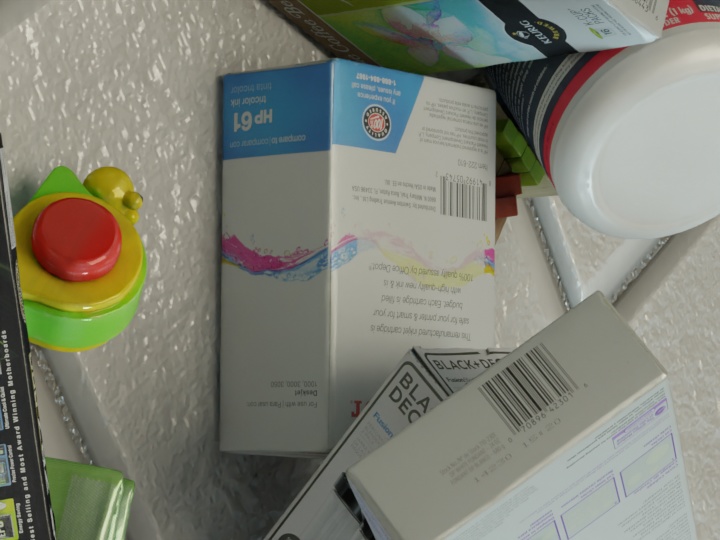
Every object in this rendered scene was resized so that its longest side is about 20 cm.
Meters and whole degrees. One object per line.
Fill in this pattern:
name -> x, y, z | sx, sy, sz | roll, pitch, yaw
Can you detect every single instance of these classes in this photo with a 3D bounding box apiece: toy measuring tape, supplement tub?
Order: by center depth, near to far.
toy measuring tape -> -0.150, 0.027, 1.173 | 0.074, 0.073, 0.201 | 58, 46, -31
supplement tub -> 0.140, -0.129, 1.433 | 0.140, 0.140, 0.201 | 35, 21, -45

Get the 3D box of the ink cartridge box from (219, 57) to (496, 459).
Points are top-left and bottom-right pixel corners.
ink cartridge box -> 0.000, 0.000, 1.357 | 0.144, 0.084, 0.202 | 6, 82, -51

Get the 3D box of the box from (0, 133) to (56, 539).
box -> -0.211, 0.052, 1.042 | 0.049, 0.160, 0.202 | -137, -140, -84

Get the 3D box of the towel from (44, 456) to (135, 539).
towel -> -0.184, 0.168, 1.077 | 0.031, 0.148, 0.202 | 110, -9, -77

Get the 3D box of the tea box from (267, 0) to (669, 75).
tea box -> 0.035, -0.208, 1.325 | 0.200, 0.196, 0.135 | 35, 61, -43

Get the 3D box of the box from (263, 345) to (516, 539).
box -> 0.021, 0.129, 1.295 | 0.116, 0.200, 0.060 | 4, 40, -52

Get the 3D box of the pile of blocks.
pile of blocks -> 0.106, -0.083, 1.514 | 0.200, 0.062, 0.083 | -39, 117, -46

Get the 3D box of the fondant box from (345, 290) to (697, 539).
fondant box -> 0.081, 0.112, 1.217 | 0.144, 0.058, 0.200 | -35, 151, -7
